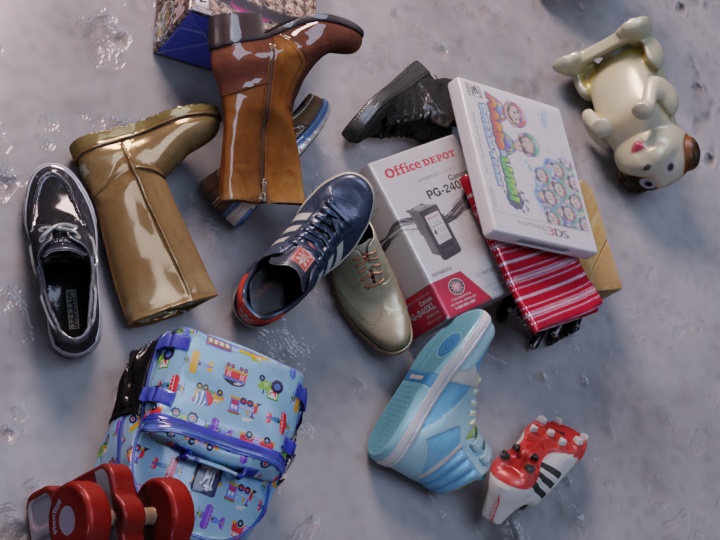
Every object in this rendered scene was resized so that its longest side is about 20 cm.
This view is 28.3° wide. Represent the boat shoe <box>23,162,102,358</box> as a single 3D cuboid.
[{"bbox_3d":[-0.289,-0.018,1.385,0.071,0.068,0.201,-6,73,-10],"label":"boat shoe"}]

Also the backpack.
[{"bbox_3d":[-0.155,0.177,1.351,0.182,0.134,0.201,27,59,-19],"label":"backpack"}]

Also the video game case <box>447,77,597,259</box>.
[{"bbox_3d":[0.190,-0.118,1.661,0.182,0.024,0.201,10,59,-41],"label":"video game case"}]

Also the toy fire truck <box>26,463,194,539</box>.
[{"bbox_3d":[-0.226,0.271,1.239,0.112,0.168,0.201,4,65,-43],"label":"toy fire truck"}]

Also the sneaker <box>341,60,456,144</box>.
[{"bbox_3d":[0.068,-0.184,1.711,0.104,0.060,0.200,45,48,-1],"label":"sneaker"}]

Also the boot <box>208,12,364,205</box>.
[{"bbox_3d":[-0.070,-0.170,1.516,0.188,0.068,0.201,-5,89,-40],"label":"boot"}]

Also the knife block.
[{"bbox_3d":[0.224,-0.007,1.727,0.175,0.064,0.201,-1,69,-34],"label":"knife block"}]

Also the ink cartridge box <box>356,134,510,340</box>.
[{"bbox_3d":[0.081,-0.040,1.636,0.145,0.083,0.200,-22,82,-38],"label":"ink cartridge box"}]

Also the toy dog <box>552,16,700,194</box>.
[{"bbox_3d":[0.361,-0.200,1.881,0.194,0.139,0.201,23,46,-67],"label":"toy dog"}]

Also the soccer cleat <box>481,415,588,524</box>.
[{"bbox_3d":[0.194,0.224,1.604,0.069,0.085,0.200,30,24,21],"label":"soccer cleat"}]

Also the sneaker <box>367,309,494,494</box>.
[{"bbox_3d":[0.109,0.151,1.547,0.130,0.080,0.200,38,84,-18],"label":"sneaker"}]

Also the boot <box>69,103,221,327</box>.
[{"bbox_3d":[-0.194,-0.058,1.475,0.175,0.066,0.201,-20,78,-19],"label":"boot"}]

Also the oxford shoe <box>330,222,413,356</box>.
[{"bbox_3d":[0.000,0.000,1.559,0.071,0.074,0.200,-27,83,-11],"label":"oxford shoe"}]

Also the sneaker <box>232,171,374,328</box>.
[{"bbox_3d":[-0.055,-0.019,1.481,0.075,0.085,0.200,38,87,-3],"label":"sneaker"}]

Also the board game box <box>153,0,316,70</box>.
[{"bbox_3d":[-0.139,-0.331,1.621,0.159,0.097,0.201,13,62,-28],"label":"board game box"}]

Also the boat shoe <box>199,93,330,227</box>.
[{"bbox_3d":[-0.103,-0.139,1.570,0.072,0.072,0.200,41,52,-8],"label":"boat shoe"}]

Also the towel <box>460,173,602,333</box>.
[{"bbox_3d":[0.199,-0.032,1.652,0.144,0.022,0.201,-14,76,-47],"label":"towel"}]
